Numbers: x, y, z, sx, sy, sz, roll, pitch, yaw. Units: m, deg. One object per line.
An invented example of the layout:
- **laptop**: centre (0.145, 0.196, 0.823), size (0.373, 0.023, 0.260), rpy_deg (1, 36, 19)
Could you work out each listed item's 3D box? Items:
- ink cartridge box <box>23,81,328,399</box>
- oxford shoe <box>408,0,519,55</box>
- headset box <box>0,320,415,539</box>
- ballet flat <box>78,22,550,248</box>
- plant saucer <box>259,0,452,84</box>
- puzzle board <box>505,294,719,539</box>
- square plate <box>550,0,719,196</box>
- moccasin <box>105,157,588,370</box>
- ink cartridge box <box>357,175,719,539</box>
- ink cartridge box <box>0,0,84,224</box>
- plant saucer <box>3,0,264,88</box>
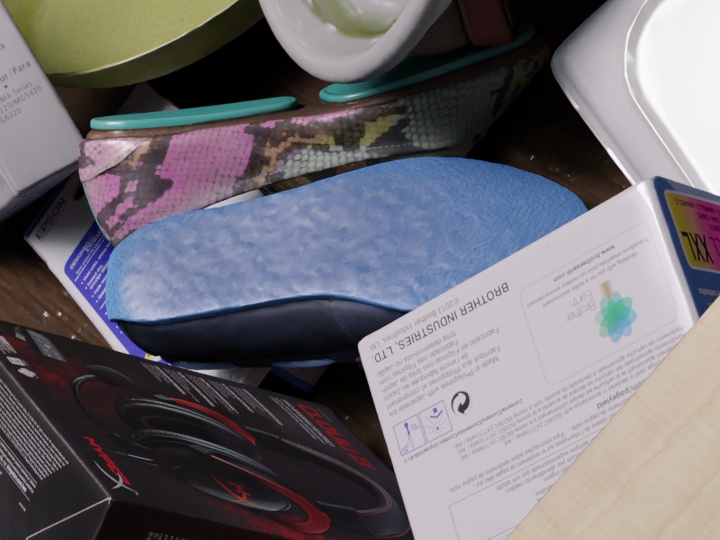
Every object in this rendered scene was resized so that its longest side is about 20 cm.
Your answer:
- **ink cartridge box**: centre (-0.074, -0.002, 1.222), size (0.100, 0.039, 0.200), rpy_deg (-54, 40, 9)
- **oxford shoe**: centre (0.022, -0.162, 1.157), size (0.074, 0.071, 0.200), rpy_deg (-12, 37, 9)
- **headset box**: centre (-0.054, 0.097, 1.011), size (0.149, 0.199, 0.075), rpy_deg (42, 110, 51)
- **ballet flat**: centre (-0.015, -0.048, 1.135), size (0.199, 0.072, 0.069), rpy_deg (-13, 10, -4)
- **plant saucer**: centre (0.014, -0.171, 1.048), size (0.200, 0.050, 0.201), rpy_deg (-4, 85, 63)
- **puzzle board**: centre (0.142, 0.080, 0.838), size (0.151, 0.017, 0.200), rpy_deg (44, 100, 25)
- **square plate**: centre (0.176, -0.070, 0.951), size (0.200, 0.028, 0.198), rpy_deg (-43, 60, 21)
- **moccasin**: centre (0.000, 0.000, 1.096), size (0.199, 0.068, 0.081), rpy_deg (-2, 61, 16)
- **ink cartridge box**: centre (0.093, 0.090, 0.924), size (0.136, 0.076, 0.201), rpy_deg (-30, 65, 32)
- **ink cartridge box**: centre (-0.201, -0.103, 1.270), size (0.043, 0.174, 0.200), rpy_deg (-31, 3, -17)
- **plant saucer**: centre (-0.087, -0.149, 1.290), size (0.199, 0.031, 0.200), rpy_deg (-22, 36, 17)
